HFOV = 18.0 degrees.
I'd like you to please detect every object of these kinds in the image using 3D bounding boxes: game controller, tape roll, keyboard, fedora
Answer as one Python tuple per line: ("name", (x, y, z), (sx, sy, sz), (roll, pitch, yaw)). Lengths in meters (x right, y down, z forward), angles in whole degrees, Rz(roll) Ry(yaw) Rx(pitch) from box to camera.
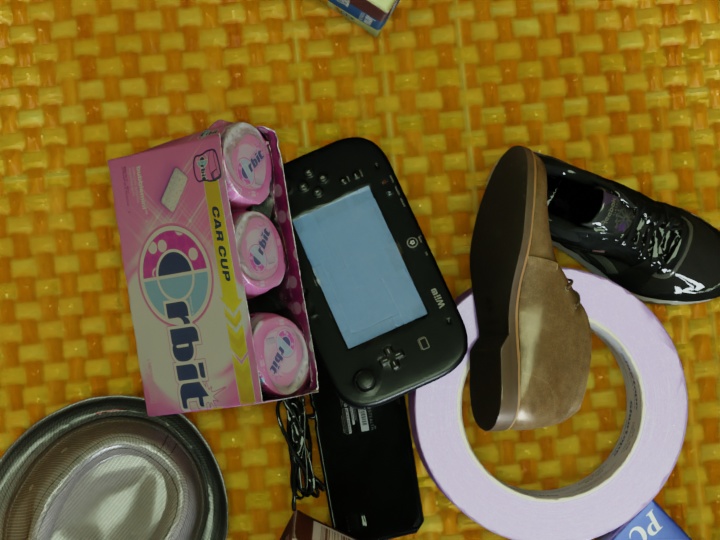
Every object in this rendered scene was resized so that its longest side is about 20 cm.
("game controller", (0.000, 0.000, 1.639), (0.104, 0.042, 0.201), (-27, 68, 7))
("tape roll", (0.136, 0.098, 1.668), (0.199, 0.066, 0.201), (0, 89, -4))
("keyboard", (-0.019, 0.104, 1.681), (0.104, 0.040, 0.201), (-9, 89, -27))
("fedora", (-0.188, 0.186, 1.634), (0.200, 0.090, 0.177), (-43, 91, -3))

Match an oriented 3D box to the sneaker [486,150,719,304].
("sneaker", (0.187, -0.028, 1.660), (0.199, 0.088, 0.076), (21, 88, -3))

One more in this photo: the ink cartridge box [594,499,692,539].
("ink cartridge box", (0.173, 0.268, 1.677), (0.094, 0.044, 0.200), (45, 87, -4))

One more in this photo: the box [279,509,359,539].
("box", (-0.048, 0.286, 1.632), (0.100, 0.075, 0.201), (25, 102, -5))

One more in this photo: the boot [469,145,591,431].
("boot", (0.123, 0.013, 1.611), (0.075, 0.074, 0.201), (1, 93, -21))

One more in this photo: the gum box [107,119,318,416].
("gum box", (-0.106, -0.003, 1.625), (0.113, 0.066, 0.201), (-9, 90, 40))

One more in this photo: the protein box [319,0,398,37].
("protein box", (-0.017, -0.309, 1.628), (0.200, 0.135, 0.199), (32, 87, -2))
